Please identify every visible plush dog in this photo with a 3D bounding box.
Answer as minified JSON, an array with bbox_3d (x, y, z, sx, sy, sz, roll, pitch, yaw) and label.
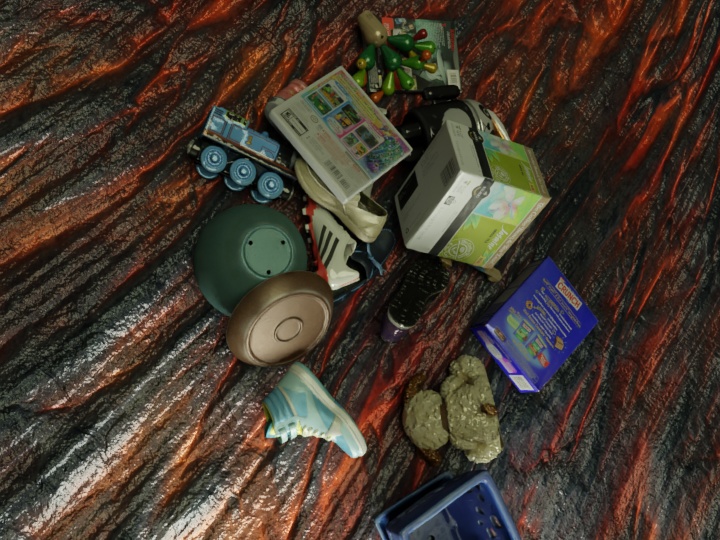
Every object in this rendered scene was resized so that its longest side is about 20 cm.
[{"bbox_3d":[0.160,0.265,1.541,0.169,0.160,0.203,-13,86,5],"label":"plush dog"}]

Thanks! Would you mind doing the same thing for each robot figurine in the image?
[{"bbox_3d":[0.155,-0.252,1.597,0.197,0.151,0.126,-14,51,-22],"label":"robot figurine"}]

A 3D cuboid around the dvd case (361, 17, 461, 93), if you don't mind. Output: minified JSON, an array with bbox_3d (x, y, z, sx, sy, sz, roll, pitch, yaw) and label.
[{"bbox_3d":[0.100,-0.415,1.653,0.197,0.022,0.148,-4,85,-20],"label":"dvd case"}]

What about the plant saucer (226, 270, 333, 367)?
[{"bbox_3d":[-0.126,0.091,1.427,0.198,0.202,0.035,-18,45,-22],"label":"plant saucer"}]

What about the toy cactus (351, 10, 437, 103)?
[{"bbox_3d":[0.046,-0.407,1.581,0.199,0.102,0.166,-32,85,-12],"label":"toy cactus"}]

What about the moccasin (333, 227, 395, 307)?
[{"bbox_3d":[0.000,0.000,1.538,0.080,0.068,0.200,44,71,-11],"label":"moccasin"}]

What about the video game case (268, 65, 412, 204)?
[{"bbox_3d":[-0.031,-0.238,1.476,0.182,0.024,0.200,-39,87,-32],"label":"video game case"}]

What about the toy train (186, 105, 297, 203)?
[{"bbox_3d":[-0.197,-0.196,1.473,0.198,0.087,0.116,23,79,-17],"label":"toy train"}]

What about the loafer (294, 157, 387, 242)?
[{"bbox_3d":[-0.030,-0.136,1.486,0.199,0.068,0.076,40,29,-19],"label":"loafer"}]

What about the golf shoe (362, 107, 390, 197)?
[{"bbox_3d":[0.015,-0.202,1.547,0.078,0.093,0.203,8,80,-64],"label":"golf shoe"}]

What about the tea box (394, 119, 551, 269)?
[{"bbox_3d":[0.196,-0.131,1.533,0.194,0.201,0.135,12,46,-25],"label":"tea box"}]

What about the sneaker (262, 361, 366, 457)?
[{"bbox_3d":[-0.090,0.272,1.466,0.130,0.080,0.200,-42,90,-22],"label":"sneaker"}]

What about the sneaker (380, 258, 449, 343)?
[{"bbox_3d":[0.091,0.055,1.573,0.075,0.088,0.200,38,47,7],"label":"sneaker"}]

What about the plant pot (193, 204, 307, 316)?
[{"bbox_3d":[-0.173,-0.021,1.438,0.197,0.135,0.203,3,83,-20],"label":"plant pot"}]

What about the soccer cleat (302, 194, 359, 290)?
[{"bbox_3d":[-0.052,-0.059,1.501,0.084,0.069,0.202,-10,63,-4],"label":"soccer cleat"}]

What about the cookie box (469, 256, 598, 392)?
[{"bbox_3d":[0.338,0.105,1.652,0.200,0.075,0.172,-43,99,-20],"label":"cookie box"}]

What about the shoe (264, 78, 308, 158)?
[{"bbox_3d":[-0.085,-0.243,1.533,0.201,0.071,0.091,55,49,-21],"label":"shoe"}]

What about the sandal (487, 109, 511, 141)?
[{"bbox_3d":[0.274,-0.215,1.671,0.059,0.079,0.208,-31,87,-20],"label":"sandal"}]

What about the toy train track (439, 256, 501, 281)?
[{"bbox_3d":[0.181,-0.023,1.620,0.198,0.033,0.115,26,34,-22],"label":"toy train track"}]

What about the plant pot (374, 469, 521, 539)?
[{"bbox_3d":[0.147,0.472,1.477,0.198,0.179,0.202,-27,94,-22],"label":"plant pot"}]
